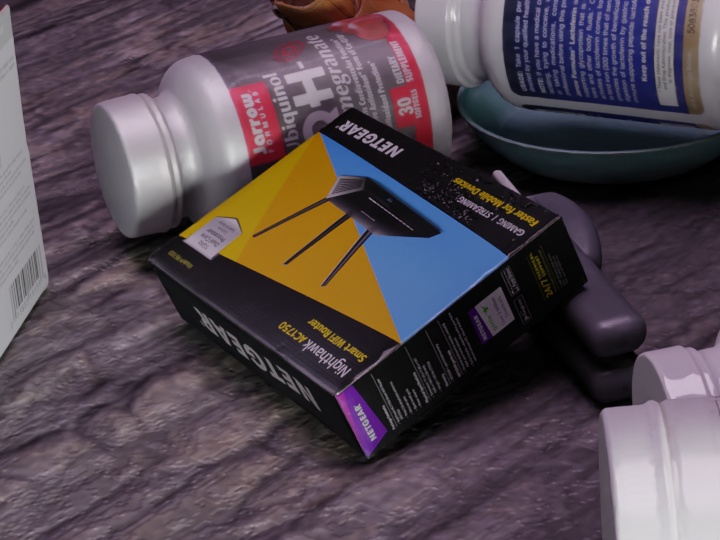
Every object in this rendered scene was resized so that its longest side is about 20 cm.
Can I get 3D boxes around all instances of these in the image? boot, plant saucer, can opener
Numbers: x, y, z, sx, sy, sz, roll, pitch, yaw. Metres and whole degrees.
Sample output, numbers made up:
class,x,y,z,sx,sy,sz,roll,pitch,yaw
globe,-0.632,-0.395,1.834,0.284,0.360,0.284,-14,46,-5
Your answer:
class,x,y,z,sx,sy,sz,roll,pitch,yaw
boot,-0.027,-0.183,1.426,0.155,0.074,0.200,29,1,-43
plant saucer,0.161,-0.099,1.355,0.199,0.036,0.200,-5,27,2
can opener,0.117,0.001,1.141,0.067,0.053,0.200,-12,28,-13

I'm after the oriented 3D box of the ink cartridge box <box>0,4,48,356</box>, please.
class,x,y,z,sx,sy,sz,roll,pitch,yaw
ink cartridge box,-0.221,-0.024,1.116,0.043,0.174,0.200,0,26,11

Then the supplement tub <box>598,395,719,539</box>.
class,x,y,z,sx,sy,sz,roll,pitch,yaw
supplement tub,0.195,0.110,0.818,0.199,0.132,0.132,-4,26,4

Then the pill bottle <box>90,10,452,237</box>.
class,x,y,z,sx,sy,sz,roll,pitch,yaw
pill bottle,-0.055,-0.082,1.276,0.199,0.111,0.111,-16,28,-20

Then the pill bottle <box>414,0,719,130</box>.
class,x,y,z,sx,sy,sz,roll,pitch,yaw
pill bottle,0.141,-0.150,1.291,0.199,0.116,0.116,8,29,26

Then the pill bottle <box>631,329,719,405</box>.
class,x,y,z,sx,sy,sz,roll,pitch,yaw
pill bottle,0.227,0.057,0.950,0.199,0.105,0.104,-9,26,-7

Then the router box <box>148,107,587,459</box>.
class,x,y,z,sx,sy,sz,roll,pitch,yaw
router box,0.000,0.000,1.117,0.149,0.051,0.200,-38,36,-16
